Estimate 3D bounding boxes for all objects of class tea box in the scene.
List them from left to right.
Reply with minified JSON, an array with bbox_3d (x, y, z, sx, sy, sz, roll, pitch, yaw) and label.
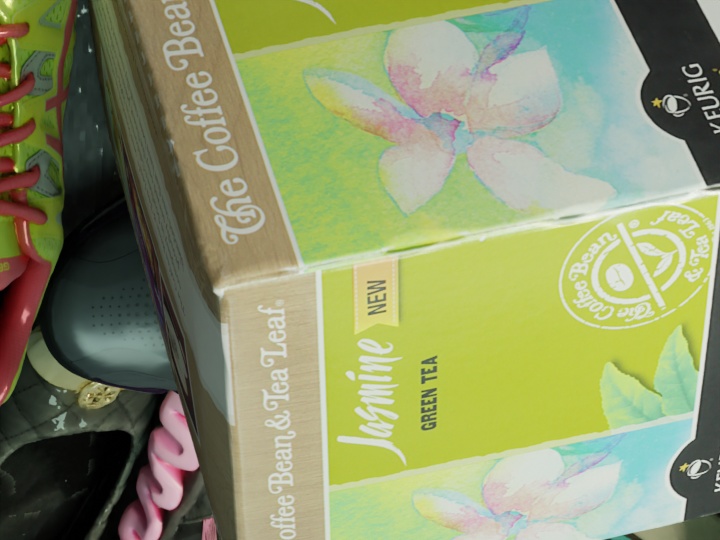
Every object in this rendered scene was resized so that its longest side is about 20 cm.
[{"bbox_3d":[0.033,-0.037,0.708,0.195,0.201,0.134,-12,137,-9],"label":"tea box"}]

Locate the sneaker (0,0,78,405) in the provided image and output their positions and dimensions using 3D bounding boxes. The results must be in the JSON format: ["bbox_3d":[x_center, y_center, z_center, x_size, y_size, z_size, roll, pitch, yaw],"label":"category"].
[{"bbox_3d":[-0.114,-0.037,0.733,0.078,0.091,0.201,-7,134,-12],"label":"sneaker"}]

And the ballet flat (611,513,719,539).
[{"bbox_3d":[0.136,0.092,0.924,0.199,0.069,0.070,34,127,10],"label":"ballet flat"}]

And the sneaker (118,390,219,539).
[{"bbox_3d":[-0.043,0.115,0.896,0.079,0.095,0.201,-32,154,-46],"label":"sneaker"}]

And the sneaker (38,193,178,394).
[{"bbox_3d":[0.000,0.000,0.803,0.199,0.087,0.075,-9,100,-20],"label":"sneaker"}]

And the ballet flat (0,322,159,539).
[{"bbox_3d":[-0.111,0.088,0.882,0.066,0.057,0.201,5,131,-26],"label":"ballet flat"}]
